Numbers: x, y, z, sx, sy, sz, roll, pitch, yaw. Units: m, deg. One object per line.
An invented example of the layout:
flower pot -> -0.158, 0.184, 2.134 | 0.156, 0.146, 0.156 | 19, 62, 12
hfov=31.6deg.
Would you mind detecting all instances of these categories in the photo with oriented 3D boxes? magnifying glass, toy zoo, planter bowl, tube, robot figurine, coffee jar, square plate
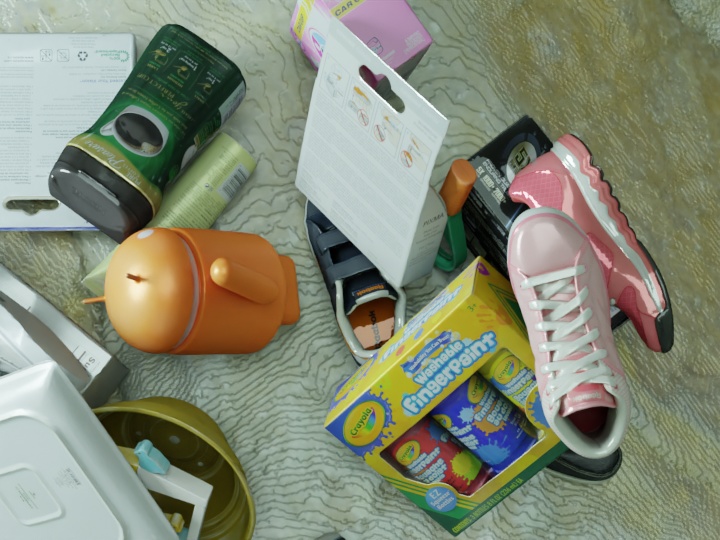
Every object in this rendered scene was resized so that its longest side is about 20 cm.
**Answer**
magnifying glass -> 0.077, -0.053, 1.169 | 0.022, 0.200, 0.080 | -34, 79, -17
toy zoo -> -0.205, 0.223, 1.127 | 0.130, 0.202, 0.021 | 18, 36, 2
planter bowl -> -0.179, 0.177, 1.154 | 0.198, 0.202, 0.084 | 19, 36, 1
tube -> -0.181, -0.044, 1.232 | 0.058, 0.052, 0.201 | 36, 80, 9
robot figurine -> -0.147, 0.018, 1.163 | 0.144, 0.198, 0.118 | 38, 116, 43
coffee jar -> -0.201, -0.127, 1.195 | 0.104, 0.085, 0.201 | 35, 68, -1
square plate -> -0.282, 0.184, 1.094 | 0.196, 0.029, 0.201 | -19, 113, 30

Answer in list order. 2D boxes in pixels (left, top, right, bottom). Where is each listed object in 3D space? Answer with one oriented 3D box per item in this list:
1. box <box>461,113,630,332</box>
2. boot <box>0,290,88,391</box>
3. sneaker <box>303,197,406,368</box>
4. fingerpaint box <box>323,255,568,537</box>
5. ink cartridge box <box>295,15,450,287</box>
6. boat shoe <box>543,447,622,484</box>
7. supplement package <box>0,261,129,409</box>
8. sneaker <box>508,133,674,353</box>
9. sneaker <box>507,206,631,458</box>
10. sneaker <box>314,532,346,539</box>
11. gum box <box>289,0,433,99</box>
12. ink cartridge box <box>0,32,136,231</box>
box -> 0.172, -0.023, 1.187 | 0.086, 0.164, 0.201 | -37, 82, -9
boot -> -0.332, 0.065, 1.092 | 0.199, 0.074, 0.096 | 38, 90, 9
sneaker -> 0.000, 0.000, 1.219 | 0.078, 0.079, 0.202 | -19, 79, -5
fingerpaint box -> 0.094, 0.117, 1.131 | 0.167, 0.074, 0.200 | 41, 118, -11
ink cartridge box -> 0.018, -0.107, 1.137 | 0.047, 0.201, 0.160 | -25, 57, -34
boat shoe -> 0.163, 0.137, 1.207 | 0.199, 0.068, 0.072 | 35, 78, 3
supplement package -> -0.329, 0.068, 1.175 | 0.199, 0.110, 0.114 | 38, 80, 5
sneaker -> 0.194, -0.011, 1.078 | 0.086, 0.074, 0.202 | -29, 79, 8
sneaker -> 0.168, 0.054, 1.001 | 0.074, 0.105, 0.202 | -14, 105, 6
sneaker -> -0.094, 0.305, 1.166 | 0.199, 0.072, 0.072 | -39, 57, -15
gum box -> -0.005, -0.220, 1.202 | 0.066, 0.200, 0.114 | -36, 90, -9
ink cartridge box -> -0.317, -0.133, 1.248 | 0.194, 0.043, 0.203 | 0, 81, -4
